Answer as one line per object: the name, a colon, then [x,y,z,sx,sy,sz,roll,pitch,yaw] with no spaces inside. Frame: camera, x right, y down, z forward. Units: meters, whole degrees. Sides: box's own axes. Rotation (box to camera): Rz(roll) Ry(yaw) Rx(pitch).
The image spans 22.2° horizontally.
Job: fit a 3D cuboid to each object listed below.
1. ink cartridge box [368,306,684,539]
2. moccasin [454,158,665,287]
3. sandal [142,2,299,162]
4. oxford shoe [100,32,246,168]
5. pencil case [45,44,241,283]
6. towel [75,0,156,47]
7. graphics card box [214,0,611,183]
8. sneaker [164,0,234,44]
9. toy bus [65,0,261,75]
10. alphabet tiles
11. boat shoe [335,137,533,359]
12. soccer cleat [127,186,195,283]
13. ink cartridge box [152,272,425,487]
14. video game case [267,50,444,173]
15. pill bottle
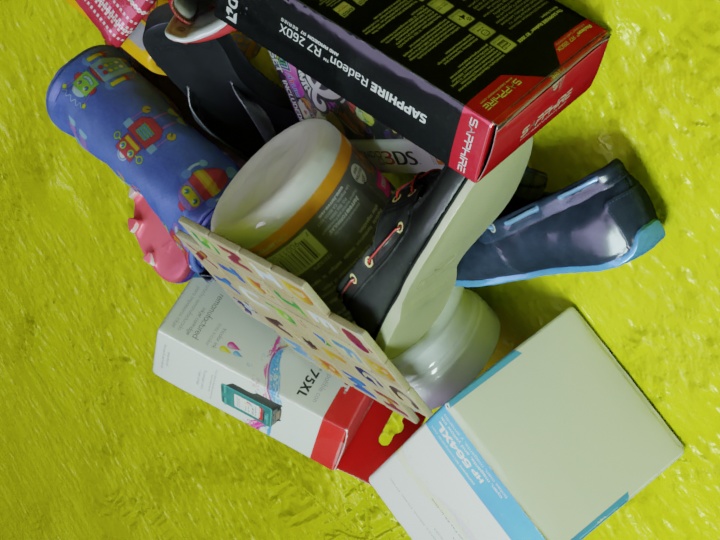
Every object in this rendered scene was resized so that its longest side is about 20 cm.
ink cartridge box: [0.106,0.140,1.283,0.126,0.128,0.200,52,152,7]
moccasin: [0.109,-0.037,1.161,0.199,0.080,0.069,-10,108,46]
sandal: [-0.093,-0.116,1.325,0.076,0.043,0.200,-13,144,31]
oxford shoe: [-0.135,-0.164,1.437,0.201,0.071,0.073,52,127,9]
pencil case: [-0.149,-0.082,1.364,0.200,0.078,0.087,45,176,26]
towel: [-0.162,-0.275,1.293,0.145,0.022,0.200,51,126,9]
graphics card box: [0.028,-0.143,1.065,0.199,0.125,0.051,34,139,19]
sneaker: [-0.112,-0.201,1.188,0.199,0.112,0.072,20,122,41]
toy bus: [-0.161,-0.208,1.373,0.200,0.065,0.079,40,107,29]
alphabet tiles: [-0.040,0.034,1.228,0.199,0.006,0.167,27,162,43]
boat shoe: [0.040,-0.027,1.125,0.063,0.073,0.202,49,138,17]
soccer cleat: [-0.150,-0.079,1.461,0.067,0.076,0.201,-37,60,31]
ink cartridge box: [-0.041,0.064,1.369,0.199,0.117,0.067,27,147,6]
video game case: [-0.006,-0.159,1.240,0.181,0.036,0.201,6,125,55]
pill bottle: [0.000,0.000,1.276,0.200,0.117,0.116,44,158,-23]
